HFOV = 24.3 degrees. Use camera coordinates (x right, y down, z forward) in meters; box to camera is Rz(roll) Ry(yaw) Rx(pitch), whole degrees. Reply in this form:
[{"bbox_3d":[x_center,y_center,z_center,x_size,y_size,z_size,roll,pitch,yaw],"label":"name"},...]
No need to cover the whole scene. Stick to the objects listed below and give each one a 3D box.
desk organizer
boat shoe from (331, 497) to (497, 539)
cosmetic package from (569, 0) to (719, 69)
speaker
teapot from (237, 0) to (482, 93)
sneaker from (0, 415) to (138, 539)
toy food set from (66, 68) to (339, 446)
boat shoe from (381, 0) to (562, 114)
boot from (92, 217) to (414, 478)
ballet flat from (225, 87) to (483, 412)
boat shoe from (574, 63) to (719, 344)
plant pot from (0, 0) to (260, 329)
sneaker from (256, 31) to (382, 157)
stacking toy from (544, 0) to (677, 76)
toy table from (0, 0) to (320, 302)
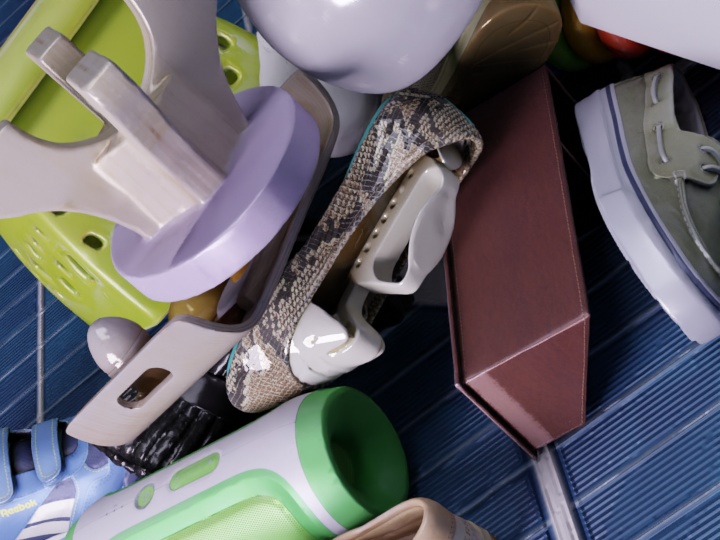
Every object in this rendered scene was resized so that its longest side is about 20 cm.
[{"bbox_3d":[0.093,-0.011,0.882,0.077,0.072,0.201,-30,38,24],"label":"desk organizer"},{"bbox_3d":[-0.024,0.169,0.846,0.199,0.064,0.072,-34,36,24],"label":"boat shoe"},{"bbox_3d":[0.187,-0.156,0.825,0.199,0.113,0.081,28,78,35],"label":"cosmetic package"},{"bbox_3d":[-0.072,0.136,0.918,0.199,0.088,0.089,-29,38,30],"label":"speaker"},{"bbox_3d":[-0.017,-0.196,0.867,0.201,0.145,0.198,-61,24,24],"label":"teapot"},{"bbox_3d":[-0.216,0.138,1.094,0.200,0.082,0.074,-39,33,13],"label":"sneaker"},{"bbox_3d":[-0.090,-0.009,0.924,0.143,0.060,0.201,-42,20,46],"label":"toy food set"},{"bbox_3d":[0.056,-0.117,0.965,0.201,0.072,0.064,117,142,-60],"label":"boat shoe"},{"bbox_3d":[-0.067,0.059,0.990,0.210,0.079,0.158,-11,42,59],"label":"boot"},{"bbox_3d":[0.000,0.000,0.879,0.075,0.068,0.201,35,95,42],"label":"ballet flat"},{"bbox_3d":[0.155,-0.044,0.841,0.062,0.072,0.201,-35,34,18],"label":"boat shoe"},{"bbox_3d":[-0.171,-0.089,1.125,0.201,0.181,0.199,-56,12,-15],"label":"plant pot"},{"bbox_3d":[-0.038,-0.165,1.026,0.074,0.089,0.202,-15,60,1],"label":"sneaker"},{"bbox_3d":[0.125,-0.149,0.978,0.199,0.085,0.086,3,59,47],"label":"stacking toy"},{"bbox_3d":[-0.110,-0.070,0.851,0.184,0.117,0.200,-54,23,-15],"label":"toy table"}]
